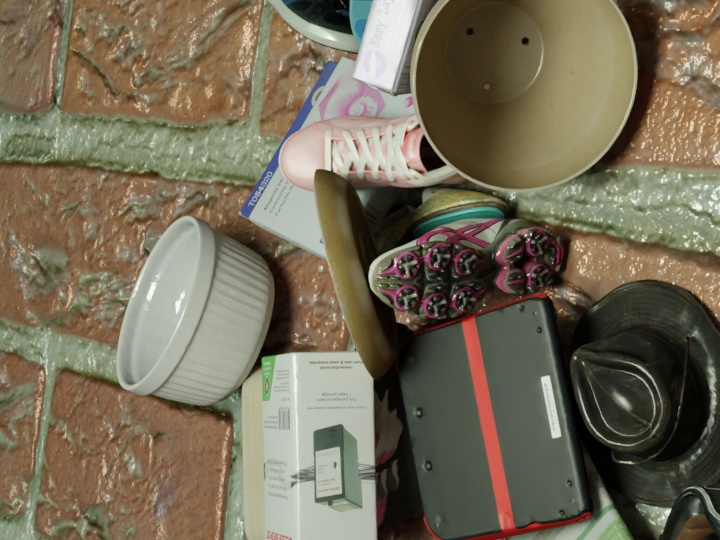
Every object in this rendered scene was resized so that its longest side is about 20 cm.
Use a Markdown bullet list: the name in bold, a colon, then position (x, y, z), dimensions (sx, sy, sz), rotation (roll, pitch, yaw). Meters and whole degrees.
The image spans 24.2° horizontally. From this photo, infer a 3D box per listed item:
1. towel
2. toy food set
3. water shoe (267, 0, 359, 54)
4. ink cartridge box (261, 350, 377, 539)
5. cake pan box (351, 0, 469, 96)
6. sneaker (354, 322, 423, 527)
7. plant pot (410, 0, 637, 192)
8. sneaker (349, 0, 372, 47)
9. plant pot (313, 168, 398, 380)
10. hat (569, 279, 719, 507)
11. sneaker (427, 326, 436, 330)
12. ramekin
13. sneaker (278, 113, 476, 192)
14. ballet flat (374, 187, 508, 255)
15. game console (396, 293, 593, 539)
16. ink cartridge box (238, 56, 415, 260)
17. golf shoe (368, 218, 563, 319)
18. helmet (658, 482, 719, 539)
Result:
- **towel**: position (0.197, 0.252, 1.485), dimensions (0.149, 0.031, 0.201), rotation (-58, 46, 43)
- **toy food set**: position (-0.051, 0.194, 1.762), dimensions (0.143, 0.060, 0.202), rotation (-5, 84, 35)
- **water shoe**: position (-0.051, -0.301, 1.782), dimensions (0.200, 0.071, 0.079), rotation (44, 116, 39)
- **ink cartridge box**: position (-0.042, 0.181, 1.629), dimensions (0.146, 0.083, 0.202), rotation (166, 104, -74)
- **cake pan box**: position (0.068, -0.261, 1.573), dimensions (0.052, 0.200, 0.185), rotation (22, 105, 16)
- **sneaker**: position (0.028, 0.152, 1.673), dimensions (0.086, 0.080, 0.202), rotation (180, 92, -70)
- **plant pot**: position (0.133, -0.184, 1.510), dimensions (0.135, 0.199, 0.202), rotation (-118, 44, -71)
- **sneaker**: position (0.044, -0.308, 1.685), dimensions (0.079, 0.131, 0.201), rotation (14, 134, 24)
- **plant pot**: position (0.000, 0.000, 1.540), dimensions (0.027, 0.200, 0.201), rotation (-17, 71, 7)
- **hat**: position (0.229, 0.105, 1.438), dimensions (0.200, 0.081, 0.202), rotation (-4, 84, 48)
- **sneaker**: position (0.075, 0.150, 1.600), dimensions (0.077, 0.082, 0.202), rotation (-20, 72, 44)
- **ramekin**: position (-0.176, 0.052, 1.825), dimensions (0.200, 0.105, 0.201), rotation (-46, 31, 39)
- **sneaker**: position (0.019, -0.114, 1.589), dimensions (0.105, 0.199, 0.076), rotation (53, -144, -87)
- **ballet flat**: position (0.063, -0.043, 1.647), dimensions (0.200, 0.070, 0.071), rotation (-35, 63, 40)
- **game console**: position (0.117, 0.136, 1.498), dimensions (0.176, 0.031, 0.201), rotation (-18, 77, 35)
- **ink cartridge box**: position (-0.030, -0.118, 1.719), dimensions (0.199, 0.043, 0.197), rotation (26, 84, 44)
- **golf shoe**: position (0.083, -0.005, 1.522), dimensions (0.092, 0.199, 0.073), rotation (25, 117, 51)
- **helmet**: position (0.326, 0.245, 1.243), dimensions (0.200, 0.189, 0.202), rotation (-170, 90, -86)
